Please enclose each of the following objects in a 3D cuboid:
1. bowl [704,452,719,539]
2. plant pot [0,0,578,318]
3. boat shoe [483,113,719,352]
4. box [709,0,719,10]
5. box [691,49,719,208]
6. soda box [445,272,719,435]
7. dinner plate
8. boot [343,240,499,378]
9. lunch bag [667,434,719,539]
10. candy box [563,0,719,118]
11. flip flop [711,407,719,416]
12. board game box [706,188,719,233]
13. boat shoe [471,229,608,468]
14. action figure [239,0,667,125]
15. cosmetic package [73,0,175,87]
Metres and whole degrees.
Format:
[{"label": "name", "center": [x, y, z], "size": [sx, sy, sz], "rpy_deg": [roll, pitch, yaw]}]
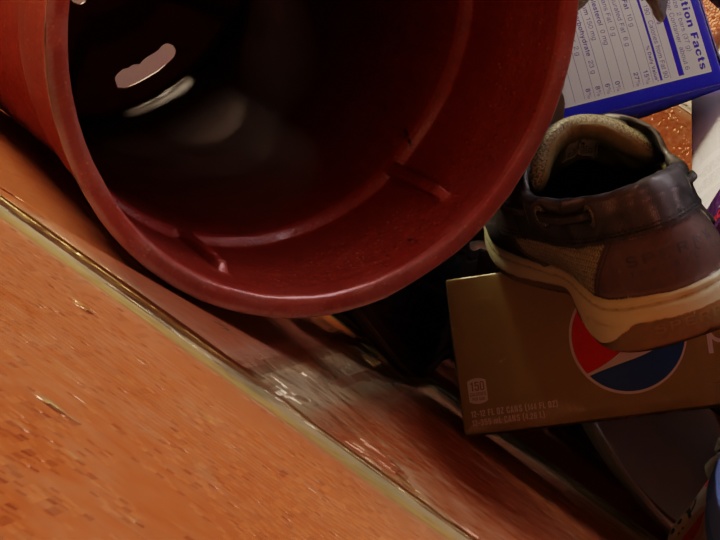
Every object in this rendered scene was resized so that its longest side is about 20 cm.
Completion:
[{"label": "bowl", "center": [0.218, 0.116, 0.765], "size": [0.201, 0.039, 0.201], "rpy_deg": [10, 29, -5]}, {"label": "plant pot", "center": [-0.060, -0.106, 0.774], "size": [0.201, 0.201, 0.195], "rpy_deg": [32, -3, -36]}, {"label": "boat shoe", "center": [0.088, -0.026, 0.778], "size": [0.200, 0.073, 0.065], "rpy_deg": [-138, -147, -71]}, {"label": "box", "center": [0.206, -0.111, 0.824], "size": [0.200, 0.104, 0.148], "rpy_deg": [33, 12, -35]}, {"label": "box", "center": [0.218, -0.012, 1.013], "size": [0.144, 0.036, 0.200], "rpy_deg": [38, 32, -17]}, {"label": "soda box", "center": [0.139, 0.022, 0.842], "size": [0.200, 0.064, 0.068], "rpy_deg": [-9, -6, 13]}, {"label": "dinner plate", "center": [0.139, 0.059, 1.023], "size": [0.200, 0.024, 0.200], "rpy_deg": [40, 33, -33]}, {"label": "boot", "center": [0.000, 0.000, 0.919], "size": [0.097, 0.075, 0.200], "rpy_deg": [16, -3, 23]}, {"label": "lunch bag", "center": [0.224, 0.144, 0.877], "size": [0.200, 0.082, 0.176], "rpy_deg": [36, 8, 35]}, {"label": "candy box", "center": [0.052, -0.089, 1.067], "size": [0.169, 0.200, 0.077], "rpy_deg": [163, -87, -72]}, {"label": "flip flop", "center": [0.148, 0.020, 0.975], "size": [0.200, 0.058, 0.081], "rpy_deg": [25, 40, -29]}, {"label": "board game box", "center": [0.228, 0.028, 0.906], "size": [0.200, 0.120, 0.032], "rpy_deg": [23, 33, -9]}, {"label": "boat shoe", "center": [0.093, 0.036, 1.133], "size": [0.200, 0.072, 0.068], "rpy_deg": [48, 9, 14]}, {"label": "action figure", "center": [0.027, -0.125, 0.909], "size": [0.193, 0.200, 0.105], "rpy_deg": [7, -44, 30]}, {"label": "cosmetic package", "center": [-0.162, -0.189, 1.260], "size": [0.199, 0.123, 0.200], "rpy_deg": [32, 6, -33]}]
